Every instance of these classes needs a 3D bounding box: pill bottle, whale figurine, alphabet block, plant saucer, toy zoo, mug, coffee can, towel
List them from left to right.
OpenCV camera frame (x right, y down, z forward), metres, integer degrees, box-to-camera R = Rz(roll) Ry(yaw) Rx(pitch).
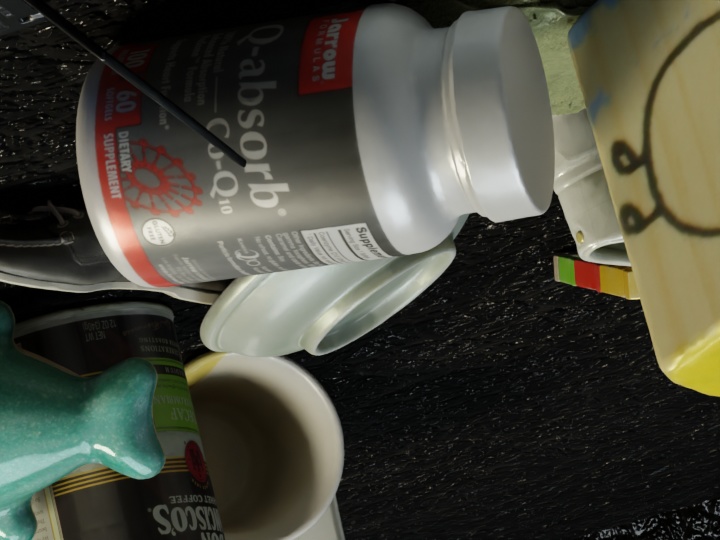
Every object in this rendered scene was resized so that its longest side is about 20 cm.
[{"bbox_3d":[-0.224,0.098,1.475,0.200,0.159,0.104,-1,-170,12],"label":"whale figurine"},{"bbox_3d":[-0.173,0.137,1.590,0.146,0.200,0.146,-14,166,-3],"label":"coffee can"},{"bbox_3d":[-0.118,0.128,1.814,0.149,0.187,0.153,-49,-173,-19],"label":"mug"},{"bbox_3d":[-0.019,-0.060,1.097,0.200,0.116,0.116,-8,168,17],"label":"pill bottle"},{"bbox_3d":[0.000,0.000,1.406,0.200,0.050,0.200,-34,169,-7],"label":"plant saucer"},{"bbox_3d":[0.084,-0.117,1.204,0.200,0.037,0.148,-5,164,-35],"label":"towel"},{"bbox_3d":[0.224,-0.001,1.652,0.131,0.020,0.200,-5,-175,-11],"label":"toy zoo"},{"bbox_3d":[0.239,-0.060,1.085,0.196,0.200,0.195,15,137,-34],"label":"alphabet block"}]

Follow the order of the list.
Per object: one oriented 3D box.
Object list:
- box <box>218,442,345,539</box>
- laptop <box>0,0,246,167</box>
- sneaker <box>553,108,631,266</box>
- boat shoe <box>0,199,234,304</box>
[{"bbox_3d":[-0.089,0.221,1.988,0.131,0.200,0.199,-10,168,-8],"label":"box"},{"bbox_3d":[-0.173,-0.078,0.964,0.200,0.103,0.177,-17,165,11],"label":"laptop"},{"bbox_3d":[0.194,-0.055,1.385,0.200,0.116,0.074,-10,163,-27],"label":"sneaker"},{"bbox_3d":[-0.143,-0.019,1.347,0.200,0.057,0.067,6,-169,-45],"label":"boat shoe"}]
